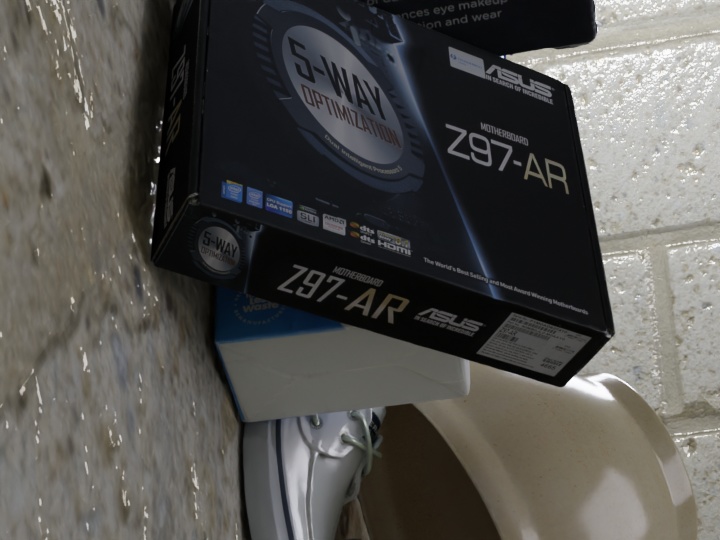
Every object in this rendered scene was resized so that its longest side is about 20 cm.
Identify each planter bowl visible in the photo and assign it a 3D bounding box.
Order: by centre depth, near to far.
[{"bbox_3d":[0.098,0.135,0.796,0.201,0.134,0.202,52,-27,41],"label":"planter bowl"}]

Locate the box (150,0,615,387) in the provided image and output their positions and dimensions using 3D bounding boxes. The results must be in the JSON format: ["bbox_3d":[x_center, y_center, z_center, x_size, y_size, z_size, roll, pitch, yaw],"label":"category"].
[{"bbox_3d":[0.011,-0.047,0.645,0.044,0.198,0.161,-52,-152,42],"label":"box"}]

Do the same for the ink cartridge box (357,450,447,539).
[{"bbox_3d":[0.042,0.159,0.981,0.178,0.044,0.200,64,6,-8],"label":"ink cartridge box"}]

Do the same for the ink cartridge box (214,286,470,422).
[{"bbox_3d":[-0.009,-0.029,0.737,0.068,0.115,0.202,76,9,-49],"label":"ink cartridge box"}]

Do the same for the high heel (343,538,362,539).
[{"bbox_3d":[0.034,0.273,0.915,0.200,0.071,0.144,51,22,-46],"label":"high heel"}]

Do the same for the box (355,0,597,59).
[{"bbox_3d":[0.003,-0.205,0.694,0.118,0.194,0.201,-91,171,-49],"label":"box"}]

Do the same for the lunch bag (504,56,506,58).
[{"bbox_3d":[0.051,-0.213,1.277,0.083,0.159,0.202,75,9,-49],"label":"lunch bag"}]

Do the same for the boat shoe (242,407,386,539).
[{"bbox_3d":[-0.020,0.077,0.735,0.074,0.066,0.202,72,13,-56],"label":"boat shoe"}]
